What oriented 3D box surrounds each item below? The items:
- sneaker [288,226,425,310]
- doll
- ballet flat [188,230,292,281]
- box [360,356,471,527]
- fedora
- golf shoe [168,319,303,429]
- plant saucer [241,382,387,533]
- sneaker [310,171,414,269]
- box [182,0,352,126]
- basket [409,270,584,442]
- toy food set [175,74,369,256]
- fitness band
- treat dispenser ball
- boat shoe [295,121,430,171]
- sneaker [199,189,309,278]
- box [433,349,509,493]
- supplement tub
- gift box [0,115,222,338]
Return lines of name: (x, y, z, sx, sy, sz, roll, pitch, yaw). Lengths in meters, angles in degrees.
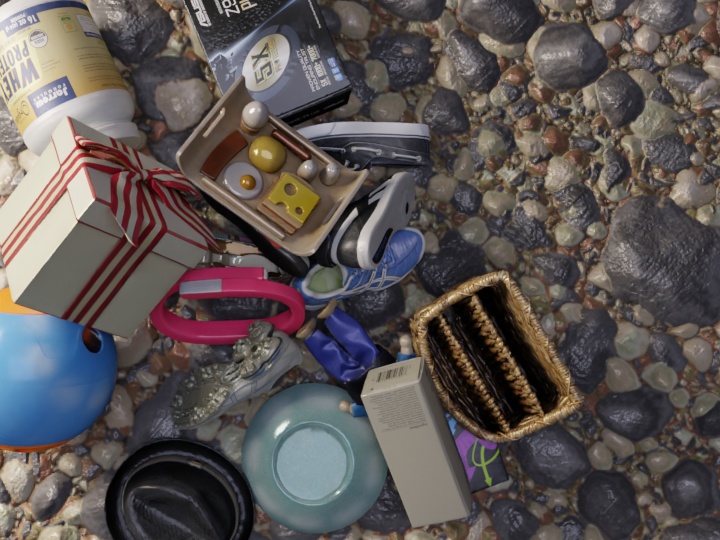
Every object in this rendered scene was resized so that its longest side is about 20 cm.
sneaker: (0.000, 0.000, 1.121, 0.199, 0.077, 0.076, -26, 89, -7)
doll: (0.014, 0.127, 1.089, 0.136, 0.048, 0.200, -42, 97, 13)
ballet flat: (-0.178, -0.016, 1.107, 0.198, 0.071, 0.070, 4, 94, -5)
box: (0.073, 0.216, 1.052, 0.082, 0.068, 0.201, -15, 108, 15)
fedora: (-0.235, 0.316, 1.076, 0.199, 0.092, 0.203, 0, 88, -5)
golf shoe: (-0.159, 0.154, 1.102, 0.199, 0.097, 0.079, -36, 51, 17)
plant saucer: (-0.062, 0.252, 1.112, 0.199, 0.039, 0.203, 0, 90, 2)
sneaker: (-0.005, -0.075, 1.098, 0.111, 0.200, 0.074, 5, 123, 21)
box: (-0.123, -0.293, 1.117, 0.163, 0.086, 0.201, -22, 90, -5)
basket: (0.157, 0.117, 1.063, 0.142, 0.149, 0.201, -30, 92, -10)
toy food set: (-0.103, -0.128, 1.019, 0.199, 0.060, 0.144, 36, 64, -6)
fitness band: (-0.170, 0.048, 1.074, 0.198, 0.144, 0.038, -1, 58, -4)
treat dispenser ball: (-0.397, 0.117, 1.016, 0.199, 0.201, 0.203, 0, 88, -5)
boat shoe: (-0.002, -0.160, 1.134, 0.198, 0.072, 0.068, -2, 86, -13)
sneaker: (-0.110, -0.086, 1.087, 0.108, 0.067, 0.201, -42, 65, -18)
box: (0.103, 0.213, 1.142, 0.142, 0.036, 0.202, -20, 88, -6)
supplement tub: (-0.375, -0.231, 1.061, 0.144, 0.144, 0.201, -26, 90, -6)
gift box: (-0.289, -0.043, 0.981, 0.187, 0.184, 0.200, -47, 53, 16)
